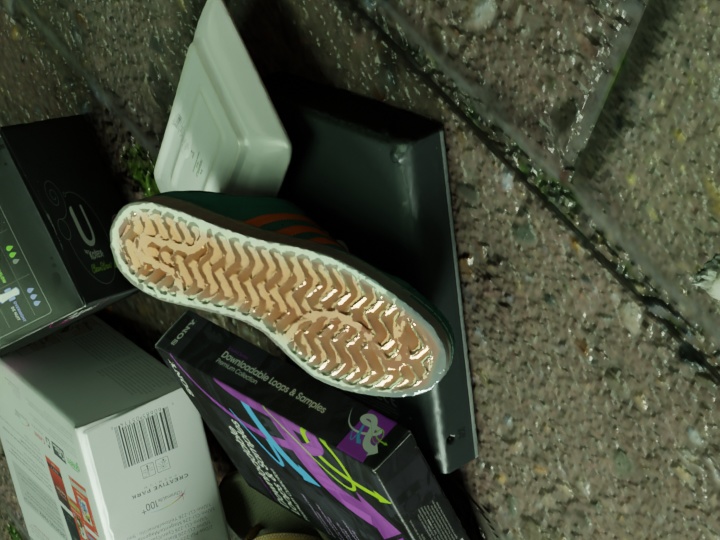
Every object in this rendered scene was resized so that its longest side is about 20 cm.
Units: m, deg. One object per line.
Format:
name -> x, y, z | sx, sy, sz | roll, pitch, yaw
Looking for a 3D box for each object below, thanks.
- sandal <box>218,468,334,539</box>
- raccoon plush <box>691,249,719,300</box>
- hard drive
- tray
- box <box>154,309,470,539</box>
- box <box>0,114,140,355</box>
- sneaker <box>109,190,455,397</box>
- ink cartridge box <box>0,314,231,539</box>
sandal -> -0.034, 0.195, 1.369 | 0.200, 0.055, 0.082 | 47, 143, 31
raccoon plush -> 0.207, -0.050, 0.875 | 0.134, 0.097, 0.200 | 22, 101, 63
hard drive -> 0.000, 0.000, 1.211 | 0.140, 0.033, 0.200 | 23, 130, 46
tray -> -0.086, -0.065, 1.255 | 0.107, 0.022, 0.200 | 65, 158, 18
box -> -0.022, 0.110, 1.272 | 0.200, 0.036, 0.143 | 27, 155, 45
box -> -0.255, 0.001, 1.383 | 0.200, 0.149, 0.124 | -26, 91, 14
sneaker -> -0.030, 0.001, 1.172 | 0.200, 0.080, 0.071 | 25, 117, 19
ink cartridge box -> -0.168, 0.137, 1.465 | 0.200, 0.084, 0.176 | 28, 134, 58
